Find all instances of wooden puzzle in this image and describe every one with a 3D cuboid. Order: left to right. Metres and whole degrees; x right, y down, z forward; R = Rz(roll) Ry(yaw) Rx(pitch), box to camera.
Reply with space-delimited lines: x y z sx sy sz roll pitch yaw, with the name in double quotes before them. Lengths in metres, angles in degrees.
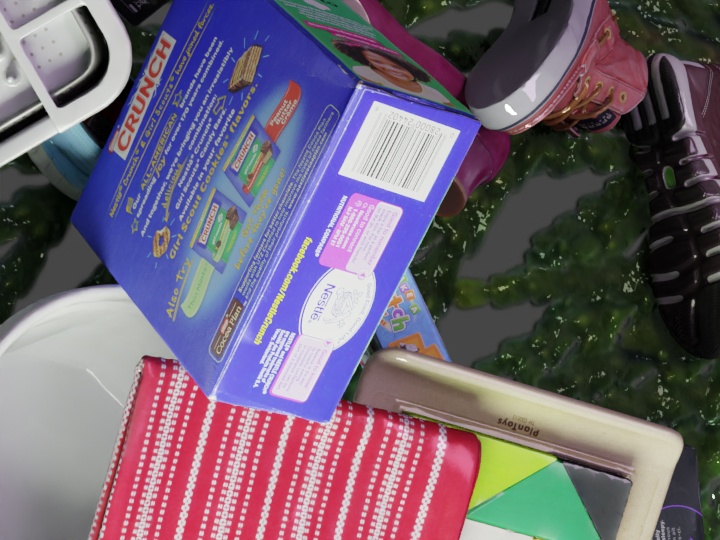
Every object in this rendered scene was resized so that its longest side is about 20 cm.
"wooden puzzle" 0.064 0.157 1.318 0.185 0.037 0.200 17 96 -16

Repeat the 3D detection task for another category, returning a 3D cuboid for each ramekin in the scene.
"ramekin" -0.145 0.111 1.280 0.200 0.105 0.200 6 79 -36

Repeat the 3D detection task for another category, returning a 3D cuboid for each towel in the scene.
"towel" -0.038 0.131 1.242 0.200 0.022 0.145 15 90 -28

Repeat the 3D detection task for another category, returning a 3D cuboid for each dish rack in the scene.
"dish rack" -0.232 -0.122 1.239 0.200 0.044 0.172 -30 100 1

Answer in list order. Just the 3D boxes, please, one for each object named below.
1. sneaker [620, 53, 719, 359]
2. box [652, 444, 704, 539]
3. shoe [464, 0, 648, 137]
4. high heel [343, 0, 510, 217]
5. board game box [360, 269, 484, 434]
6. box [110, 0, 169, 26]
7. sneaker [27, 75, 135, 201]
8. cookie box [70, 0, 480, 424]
"sneaker" 0.243 -0.046 1.618 0.115 0.076 0.200 -8 86 -40
"box" 0.095 0.170 1.449 0.200 0.106 0.122 -1 84 -37
"shoe" 0.127 -0.116 1.513 0.091 0.071 0.200 56 29 -18
"high heel" 0.019 -0.131 1.478 0.200 0.067 0.096 49 38 -10
"board game box" 0.000 0.000 1.382 0.037 0.151 0.200 -27 100 -6
"box" -0.129 -0.251 1.320 0.200 0.160 0.044 44 24 -22
"sneaker" -0.170 -0.115 1.307 0.200 0.090 0.078 36 63 -26
"cookie box" -0.048 -0.048 1.220 0.075 0.200 0.171 17 108 -34
